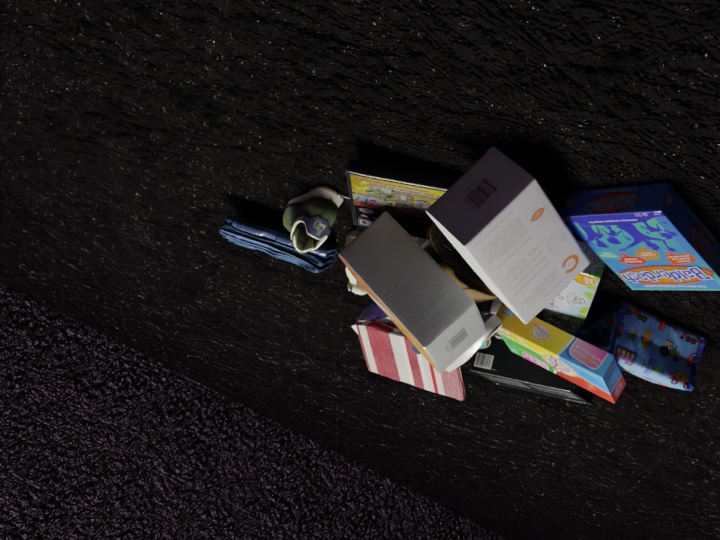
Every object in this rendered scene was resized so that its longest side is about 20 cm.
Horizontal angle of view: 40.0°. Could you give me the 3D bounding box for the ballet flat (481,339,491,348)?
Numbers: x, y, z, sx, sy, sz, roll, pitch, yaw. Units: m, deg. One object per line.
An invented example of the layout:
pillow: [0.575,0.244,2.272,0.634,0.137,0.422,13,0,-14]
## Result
ballet flat: [0.157,0.083,1.816,0.199,0.063,0.069,20,133,24]

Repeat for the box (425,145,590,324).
box: [0.197,-0.044,1.300,0.200,0.124,0.098,46,-179,-44]

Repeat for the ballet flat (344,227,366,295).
ballet flat: [0.000,0.000,1.666,0.067,0.068,0.200,14,156,17]

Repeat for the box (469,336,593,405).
box: [0.325,0.184,1.845,0.199,0.080,0.141,10,166,31]

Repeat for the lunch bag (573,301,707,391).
lunch bag: [0.443,0.135,1.624,0.149,0.095,0.200,24,167,-6]

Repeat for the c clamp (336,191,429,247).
c clamp: [0.029,-0.069,1.617,0.169,0.027,0.200,18,160,-5]

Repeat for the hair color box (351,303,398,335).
hair color box: [0.090,0.104,1.787,0.199,0.065,0.110,-16,119,50]

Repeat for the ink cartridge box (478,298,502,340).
ink cartridge box: [0.268,0.094,1.743,0.094,0.037,0.200,6,162,31]

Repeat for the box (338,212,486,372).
box: [0.077,0.032,1.448,0.200,0.097,0.124,48,177,27]

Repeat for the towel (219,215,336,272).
towel: [-0.144,-0.048,1.763,0.198,0.049,0.112,18,-172,9]

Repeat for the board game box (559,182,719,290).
board game box: [0.377,-0.039,1.293,0.151,0.045,0.200,-1,150,48]

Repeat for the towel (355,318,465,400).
towel: [0.092,0.159,1.776,0.199,0.023,0.145,15,140,27]

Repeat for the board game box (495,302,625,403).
board game box: [0.320,0.133,1.592,0.199,0.041,0.153,27,170,30]

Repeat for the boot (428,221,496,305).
boot: [0.151,-0.006,1.500,0.175,0.066,0.200,41,171,-7]

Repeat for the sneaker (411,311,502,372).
sneaker: [0.134,0.077,1.594,0.147,0.080,0.200,48,155,6]

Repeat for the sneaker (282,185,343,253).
sneaker: [-0.094,-0.071,1.636,0.067,0.091,0.200,26,160,-16]

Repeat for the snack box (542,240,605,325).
snack box: [0.288,0.008,1.495,0.141,0.053,0.200,17,160,12]

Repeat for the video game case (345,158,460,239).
video game case: [0.082,-0.096,1.449,0.198,0.026,0.181,11,159,7]
